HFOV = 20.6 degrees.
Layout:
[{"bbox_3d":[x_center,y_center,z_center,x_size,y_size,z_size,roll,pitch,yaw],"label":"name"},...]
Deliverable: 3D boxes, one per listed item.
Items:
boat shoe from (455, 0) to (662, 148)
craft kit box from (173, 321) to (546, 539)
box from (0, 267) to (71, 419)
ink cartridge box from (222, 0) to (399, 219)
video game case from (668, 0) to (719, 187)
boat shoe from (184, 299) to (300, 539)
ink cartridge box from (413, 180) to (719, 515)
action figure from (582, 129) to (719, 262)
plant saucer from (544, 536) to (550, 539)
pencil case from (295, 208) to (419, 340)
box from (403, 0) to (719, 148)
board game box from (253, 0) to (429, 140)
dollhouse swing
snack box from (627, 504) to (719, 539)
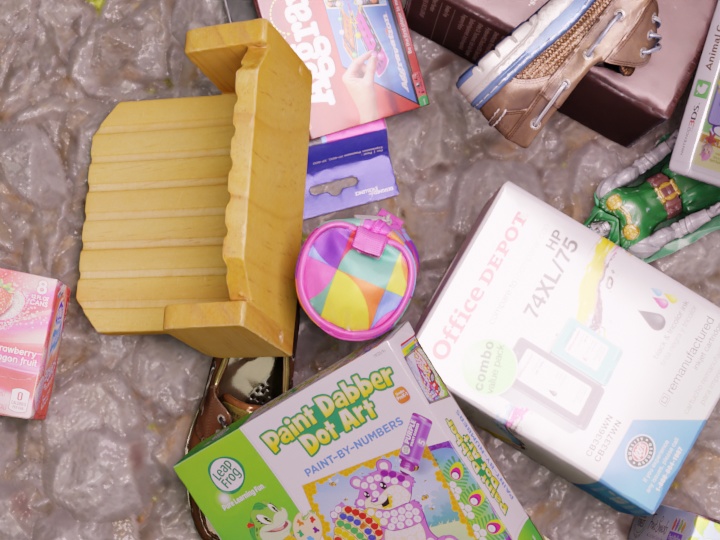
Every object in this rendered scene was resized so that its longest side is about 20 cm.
[{"bbox_3d":[0.158,-0.159,1.286,0.200,0.072,0.073,-40,94,7],"label":"boat shoe"},{"bbox_3d":[0.003,0.165,1.339,0.199,0.048,0.199,-32,92,28],"label":"craft kit box"},{"bbox_3d":[-0.313,0.038,1.399,0.198,0.095,0.104,10,85,-2],"label":"box"},{"bbox_3d":[-0.039,-0.142,1.455,0.094,0.037,0.202,-14,88,-4],"label":"ink cartridge box"},{"bbox_3d":[0.302,-0.137,1.372,0.199,0.022,0.184,12,96,-45],"label":"video game case"},{"bbox_3d":[-0.087,0.102,1.416,0.071,0.068,0.202,7,86,-3],"label":"boat shoe"},{"bbox_3d":[0.143,0.057,1.389,0.199,0.146,0.148,30,84,2],"label":"ink cartridge box"},{"bbox_3d":[0.242,-0.065,1.448,0.199,0.055,0.119,-30,77,-7],"label":"action figure"},{"bbox_3d":[0.075,0.274,1.428,0.198,0.031,0.202,0,86,-3],"label":"plant saucer"},{"bbox_3d":[0.000,0.000,1.368,0.087,0.200,0.089,0,94,1],"label":"pencil case"},{"bbox_3d":[0.153,-0.213,1.401,0.199,0.164,0.167,29,85,0],"label":"box"},{"bbox_3d":[-0.026,-0.201,1.420,0.102,0.019,0.202,-17,94,-8],"label":"board game box"},{"bbox_3d":[-0.132,-0.052,1.345,0.174,0.182,0.202,2,80,13],"label":"dollhouse swing"},{"bbox_3d":[0.266,0.207,1.356,0.141,0.200,0.053,22,86,0],"label":"snack box"}]
